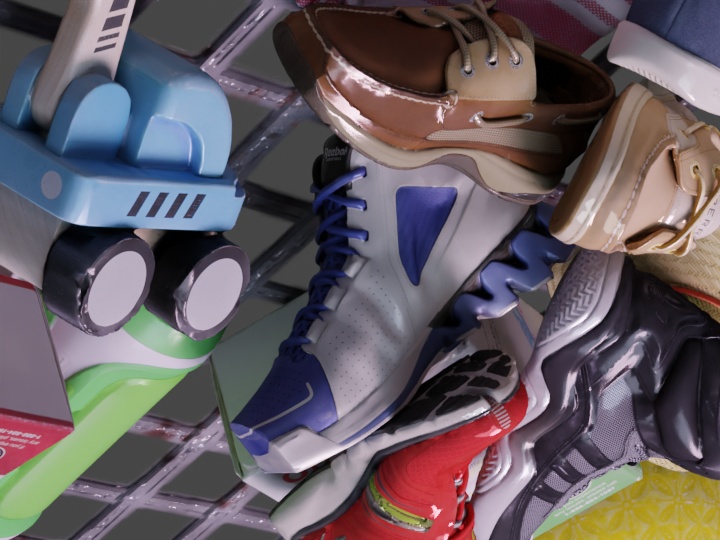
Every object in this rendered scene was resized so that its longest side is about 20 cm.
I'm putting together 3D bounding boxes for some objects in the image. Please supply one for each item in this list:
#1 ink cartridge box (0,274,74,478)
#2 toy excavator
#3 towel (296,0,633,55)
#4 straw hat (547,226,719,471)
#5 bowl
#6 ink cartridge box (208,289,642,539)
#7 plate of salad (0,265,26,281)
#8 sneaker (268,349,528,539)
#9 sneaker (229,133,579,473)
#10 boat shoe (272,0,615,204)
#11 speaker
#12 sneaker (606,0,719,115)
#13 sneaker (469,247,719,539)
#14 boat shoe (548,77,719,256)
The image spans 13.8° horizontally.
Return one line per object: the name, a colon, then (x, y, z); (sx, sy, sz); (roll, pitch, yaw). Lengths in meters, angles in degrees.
ink cartridge box: (-0.255, 0.075, 1.363); (0.199, 0.083, 0.145); (-33, 153, 28)
toy excavator: (-0.115, -0.082, 1.273); (0.194, 0.100, 0.201); (3, 111, -53)
towel: (0.082, -0.143, 1.323); (0.146, 0.030, 0.200); (18, 133, -42)
straw hat: (0.168, 0.054, 1.517); (0.200, 0.085, 0.202); (17, 150, 10)
bowl: (0.154, 0.205, 1.787); (0.199, 0.108, 0.201); (-11, 146, -7)
ink cartridge box: (0.035, 0.077, 1.569); (0.145, 0.088, 0.200); (-31, 145, 19)
plate of salad: (-0.244, 0.003, 1.378); (0.199, 0.048, 0.200); (-15, 156, -7)
sneaker: (0.035, 0.105, 1.429); (0.077, 0.085, 0.200); (-36, 176, -36)
sneaker: (0.001, 0.000, 1.407); (0.199, 0.115, 0.080); (-40, -171, -20)
boat shoe: (0.041, -0.088, 1.302); (0.074, 0.076, 0.199); (-42, 151, 23)
speaker: (-0.149, 0.057, 1.462); (0.088, 0.089, 0.200); (15, 135, -39)
sneaker: (0.169, -0.115, 1.336); (0.085, 0.075, 0.200); (-63, 169, 7)
sneaker: (0.124, 0.085, 1.450); (0.113, 0.076, 0.201); (23, 127, 2)
boat shoe: (0.138, -0.042, 1.364); (0.074, 0.069, 0.200); (-61, 175, 19)
